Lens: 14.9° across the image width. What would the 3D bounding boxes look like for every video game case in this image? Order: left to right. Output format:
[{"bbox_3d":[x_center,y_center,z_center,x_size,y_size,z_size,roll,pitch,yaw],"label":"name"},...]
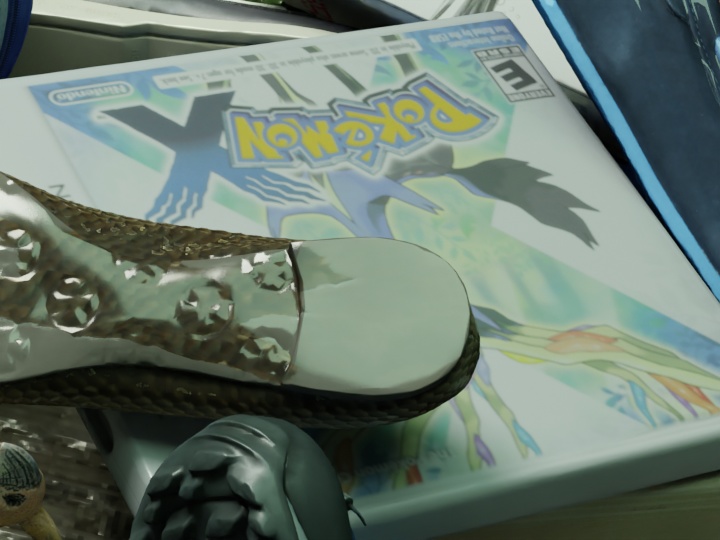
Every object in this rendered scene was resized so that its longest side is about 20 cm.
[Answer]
[{"bbox_3d":[0.000,0.000,0.795,0.199,0.022,0.183,-10,50,-30],"label":"video game case"}]

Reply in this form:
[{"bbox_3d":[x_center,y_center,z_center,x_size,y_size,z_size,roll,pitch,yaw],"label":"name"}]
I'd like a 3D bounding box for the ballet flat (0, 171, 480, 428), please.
[{"bbox_3d":[-0.067,0.009,0.719,0.199,0.046,0.068,6,72,3],"label":"ballet flat"}]

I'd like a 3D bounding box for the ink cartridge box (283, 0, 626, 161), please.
[{"bbox_3d":[0.067,-0.104,1.001,0.199,0.083,0.147,26,-1,5],"label":"ink cartridge box"}]

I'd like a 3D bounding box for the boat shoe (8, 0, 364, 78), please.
[{"bbox_3d":[-0.041,-0.080,0.995,0.199,0.073,0.063,11,45,-3],"label":"boat shoe"}]

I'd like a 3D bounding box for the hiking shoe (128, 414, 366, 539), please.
[{"bbox_3d":[0.000,0.107,0.705,0.074,0.201,0.087,19,46,39],"label":"hiking shoe"}]

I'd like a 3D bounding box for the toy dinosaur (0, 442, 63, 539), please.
[{"bbox_3d":[-0.160,0.068,0.768,0.135,0.086,0.200,20,-4,-13],"label":"toy dinosaur"}]

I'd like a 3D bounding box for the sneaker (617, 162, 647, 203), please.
[{"bbox_3d":[0.029,-0.020,0.951,0.199,0.082,0.074,8,45,-11],"label":"sneaker"}]

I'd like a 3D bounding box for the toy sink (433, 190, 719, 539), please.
[{"bbox_3d":[0.003,0.058,0.836,0.199,0.112,0.131,-3,46,-24],"label":"toy sink"}]

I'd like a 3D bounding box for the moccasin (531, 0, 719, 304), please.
[{"bbox_3d":[0.123,-0.031,0.851,0.201,0.068,0.080,59,4,-9],"label":"moccasin"}]

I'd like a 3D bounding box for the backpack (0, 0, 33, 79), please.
[{"bbox_3d":[-0.206,-0.098,0.869,0.199,0.183,0.147,34,39,-2],"label":"backpack"}]
